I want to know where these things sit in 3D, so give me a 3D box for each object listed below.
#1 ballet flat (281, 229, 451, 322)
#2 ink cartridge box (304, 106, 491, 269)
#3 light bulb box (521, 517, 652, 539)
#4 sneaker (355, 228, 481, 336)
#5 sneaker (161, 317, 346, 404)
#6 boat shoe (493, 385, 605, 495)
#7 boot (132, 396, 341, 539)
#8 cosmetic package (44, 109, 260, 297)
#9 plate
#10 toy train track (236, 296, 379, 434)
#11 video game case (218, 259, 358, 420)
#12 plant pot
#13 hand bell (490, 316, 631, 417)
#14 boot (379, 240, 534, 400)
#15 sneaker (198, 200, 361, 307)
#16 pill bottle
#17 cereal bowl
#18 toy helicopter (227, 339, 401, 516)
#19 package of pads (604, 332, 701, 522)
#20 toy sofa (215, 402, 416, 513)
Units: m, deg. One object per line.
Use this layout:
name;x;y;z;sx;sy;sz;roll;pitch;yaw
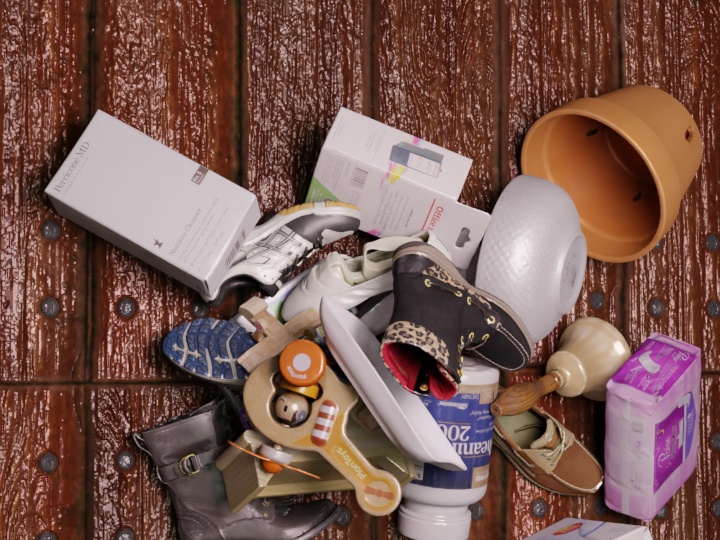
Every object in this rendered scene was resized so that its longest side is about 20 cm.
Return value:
ballet flat;0.000;0.000;1.694;0.200;0.069;0.069;-18;92;5
ink cartridge box;0.049;-0.089;1.711;0.200;0.117;0.067;23;54;1
light bulb box;0.216;0.373;1.723;0.198;0.200;0.125;-20;91;-20
sneaker;0.086;0.046;1.763;0.200;0.074;0.116;-37;97;-27
sneaker;-0.120;0.116;1.663;0.200;0.085;0.077;15;49;-2
boat shoe;0.206;0.201;1.801;0.200;0.074;0.076;34;75;-14
boot;-0.133;0.222;1.672;0.200;0.069;0.174;-14;90;-11
cosmetic package;-0.218;-0.070;1.630;0.200;0.081;0.113;27;77;6
plate;0.028;0.127;1.586;0.032;0.200;0.200;-37;74;5
toy train track;-0.051;0.093;1.620;0.200;0.033;0.115;42;54;18
video game case;-0.062;0.118;1.738;0.182;0.022;0.200;-34;96;-19
plant pot;0.309;-0.130;1.814;0.140;0.200;0.200;-38;99;-35
hand bell;0.214;0.127;1.754;0.200;0.104;0.104;-19;92;-46
boot;0.100;0.078;1.625;0.200;0.073;0.151;44;37;-23
sneaker;-0.089;-0.014;1.692;0.200;0.076;0.088;-17;72;-1
pill bottle;0.092;0.200;1.731;0.111;0.111;0.200;3;98;-20
cereal bowl;0.204;-0.005;1.751;0.083;0.200;0.200;11;79;24
toy helicopter;-0.041;0.174;1.546;0.132;0.079;0.200;-43;81;-4
package of pads;0.340;0.185;1.793;0.120;0.076;0.200;-41;139;-36
toy sofa;-0.048;0.195;1.642;0.200;0.083;0.098;0;63;-30
